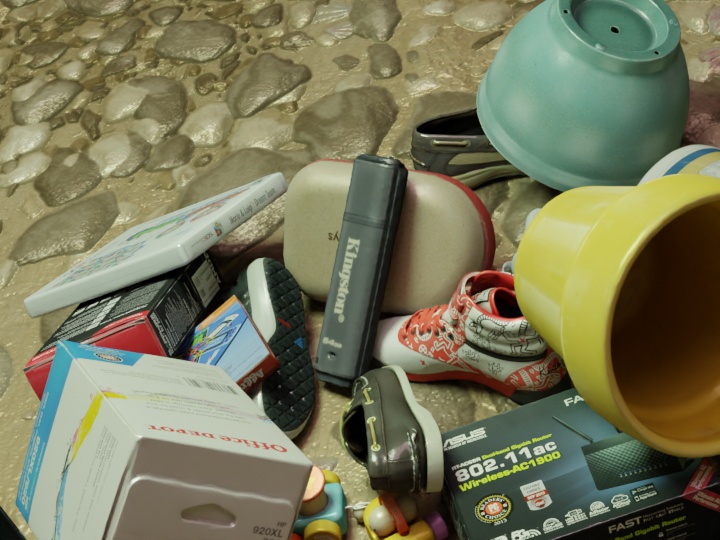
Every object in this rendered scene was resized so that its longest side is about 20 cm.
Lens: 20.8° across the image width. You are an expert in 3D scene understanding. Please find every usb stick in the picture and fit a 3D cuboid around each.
[{"bbox_3d":[0.000,0.000,1.687,0.055,0.202,0.032,14,4,34],"label":"usb stick"}]

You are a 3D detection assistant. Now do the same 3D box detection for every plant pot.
[{"bbox_3d":[0.215,0.018,1.485,0.200,0.202,0.189,-30,24,-18],"label":"plant pot"},{"bbox_3d":[0.219,-0.184,1.805,0.198,0.135,0.202,9,46,-9],"label":"plant pot"}]

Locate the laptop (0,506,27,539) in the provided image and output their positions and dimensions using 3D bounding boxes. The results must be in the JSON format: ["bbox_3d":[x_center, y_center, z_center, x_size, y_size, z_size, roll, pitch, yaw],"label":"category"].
[{"bbox_3d":[-0.417,0.241,1.657,0.201,0.116,0.187,-53,44,0],"label":"laptop"}]

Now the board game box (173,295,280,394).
[{"bbox_3d":[-0.163,0.114,1.660,0.200,0.019,0.103,-40,37,2],"label":"board game box"}]

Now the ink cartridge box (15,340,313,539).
[{"bbox_3d":[-0.154,0.162,1.483,0.146,0.146,0.200,12,12,-28],"label":"ink cartridge box"}]

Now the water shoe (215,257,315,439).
[{"bbox_3d":[-0.088,0.081,1.711,0.079,0.071,0.201,-35,36,28],"label":"water shoe"}]

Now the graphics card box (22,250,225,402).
[{"bbox_3d":[-0.203,0.046,1.715,0.125,0.051,0.200,-23,15,17],"label":"graphics card box"}]

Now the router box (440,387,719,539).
[{"bbox_3d":[0.165,0.165,1.509,0.198,0.063,0.150,-18,37,-4],"label":"router box"}]

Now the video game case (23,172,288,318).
[{"bbox_3d":[-0.186,-0.024,1.794,0.199,0.024,0.182,-18,13,35],"label":"video game case"}]

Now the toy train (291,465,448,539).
[{"bbox_3d":[-0.018,0.216,1.516,0.199,0.056,0.150,19,49,35],"label":"toy train"}]

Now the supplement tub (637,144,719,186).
[{"bbox_3d":[0.323,-0.006,1.600,0.144,0.146,0.199,-36,43,-24],"label":"supplement tub"}]

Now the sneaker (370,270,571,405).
[{"bbox_3d":[0.081,0.043,1.651,0.200,0.109,0.067,13,46,32],"label":"sneaker"}]

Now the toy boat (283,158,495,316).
[{"bbox_3d":[0.034,-0.033,1.773,0.198,0.132,0.130,10,14,31],"label":"toy boat"}]

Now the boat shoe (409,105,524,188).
[{"bbox_3d":[0.140,-0.135,1.877,0.198,0.074,0.075,-21,38,-7],"label":"boat shoe"}]

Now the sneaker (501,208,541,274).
[{"bbox_3d":[0.215,-0.032,1.724,0.114,0.076,0.200,19,45,39],"label":"sneaker"}]

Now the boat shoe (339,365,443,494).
[{"bbox_3d":[0.015,0.124,1.564,0.060,0.073,0.201,-5,14,-11],"label":"boat shoe"}]
